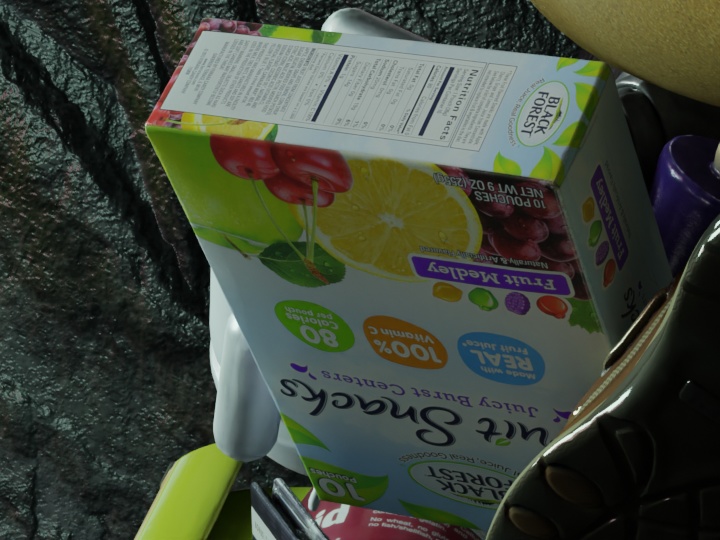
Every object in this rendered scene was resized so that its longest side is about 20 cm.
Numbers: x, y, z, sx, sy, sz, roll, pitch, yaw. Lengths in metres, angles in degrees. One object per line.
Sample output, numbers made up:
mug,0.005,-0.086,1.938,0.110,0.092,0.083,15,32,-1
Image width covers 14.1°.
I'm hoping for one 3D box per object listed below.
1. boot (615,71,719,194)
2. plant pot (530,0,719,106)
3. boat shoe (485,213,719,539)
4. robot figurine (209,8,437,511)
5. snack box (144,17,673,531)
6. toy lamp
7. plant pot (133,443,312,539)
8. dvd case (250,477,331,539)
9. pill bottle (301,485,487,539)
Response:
boot,0.122,-0.075,1.136,0.131,0.070,0.201,-25,-38,-35
plant pot,0.133,-0.115,0.765,0.187,0.186,0.200,-64,14,11
boat shoe,0.105,0.041,0.858,0.200,0.076,0.074,-55,-1,36
robot figurine,0.000,0.000,1.094,0.170,0.113,0.201,-42,-30,-37
snack box,0.029,0.010,0.939,0.053,0.142,0.200,-63,-31,-31
toy lamp,0.161,-0.077,1.081,0.058,0.058,0.201,-66,1,-64
plant pot,-0.057,0.219,1.474,0.200,0.181,0.199,-62,1,35
dvd case,-0.014,0.189,1.033,0.149,0.016,0.201,-141,48,-72
pill bottle,0.015,0.150,1.312,0.115,0.114,0.200,-63,1,27
